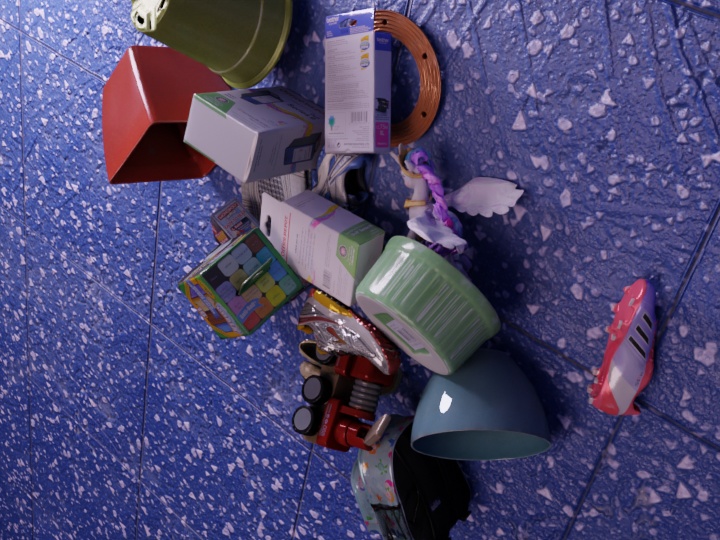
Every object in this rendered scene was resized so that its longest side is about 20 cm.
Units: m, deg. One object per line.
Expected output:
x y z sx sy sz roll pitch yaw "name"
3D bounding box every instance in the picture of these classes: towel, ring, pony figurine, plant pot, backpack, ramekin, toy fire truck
-0.150 -0.108 1.461 0.192 0.035 0.200 23 128 39 "towel"
0.040 -0.282 1.250 0.200 0.019 0.201 18 120 35 "ring"
0.114 -0.069 1.202 0.193 0.166 0.200 33 143 37 "pony figurine"
-0.343 -0.282 1.483 0.200 0.200 0.177 -36 71 44 "plant pot"
-0.239 -0.396 1.286 0.200 0.190 0.201 -6 82 45 "plant pot"
0.076 0.333 1.372 0.150 0.177 0.200 -4 111 40 "backpack"
0.175 0.192 1.238 0.200 0.200 0.135 -23 55 45 "plant pot"
0.087 0.055 1.181 0.200 0.098 0.200 39 167 11 "ramekin"
0.001 0.198 1.303 0.200 0.129 0.176 10 78 40 "toy fire truck"

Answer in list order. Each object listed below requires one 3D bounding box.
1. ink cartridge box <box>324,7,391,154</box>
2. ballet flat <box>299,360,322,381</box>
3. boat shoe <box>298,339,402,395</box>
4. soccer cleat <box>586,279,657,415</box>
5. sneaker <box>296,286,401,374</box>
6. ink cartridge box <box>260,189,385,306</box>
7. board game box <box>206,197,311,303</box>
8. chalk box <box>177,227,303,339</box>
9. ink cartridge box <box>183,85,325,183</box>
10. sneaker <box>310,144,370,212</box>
-0.005 -0.270 1.223 0.119 0.042 0.201 10 105 51 "ink cartridge box"
-0.058 0.223 1.471 0.066 0.057 0.200 23 153 38 "ballet flat"
-0.019 0.161 1.448 0.200 0.063 0.073 20 87 40 "boat shoe"
0.359 0.103 1.111 0.076 0.067 0.200 13 115 2 "soccer cleat"
-0.018 0.106 1.284 0.200 0.078 0.082 33 92 38 "sneaker"
-0.064 -0.046 1.308 0.200 0.067 0.117 30 130 28 "ink cartridge box"
-0.199 -0.023 1.509 0.200 0.062 0.200 54 153 -7 "board game box"
-0.184 0.021 1.327 0.124 0.125 0.200 52 157 -12 "chalk box"
-0.148 -0.217 1.317 0.145 0.200 0.088 34 121 27 "ink cartridge box"
-0.036 -0.114 1.353 0.085 0.077 0.200 31 127 23 "sneaker"
